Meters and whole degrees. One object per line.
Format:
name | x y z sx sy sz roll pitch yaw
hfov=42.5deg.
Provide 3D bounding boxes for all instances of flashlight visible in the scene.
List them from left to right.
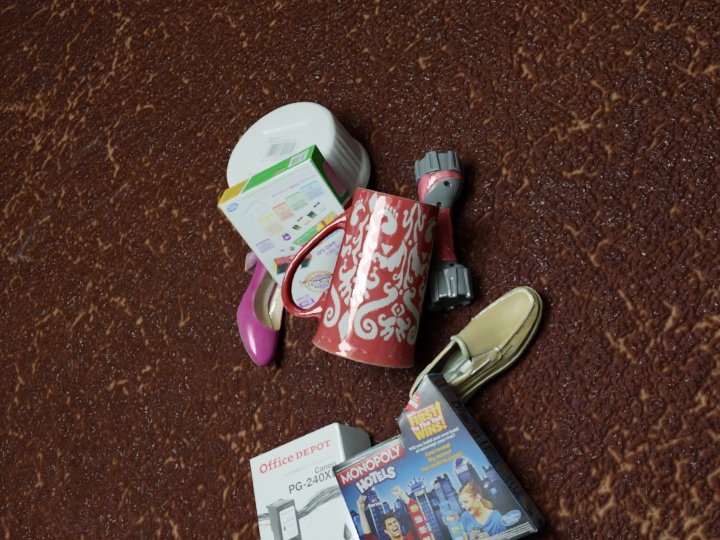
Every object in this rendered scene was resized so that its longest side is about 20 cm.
flashlight | 0.112 -0.053 1.199 0.067 0.068 0.202 -1 67 -11

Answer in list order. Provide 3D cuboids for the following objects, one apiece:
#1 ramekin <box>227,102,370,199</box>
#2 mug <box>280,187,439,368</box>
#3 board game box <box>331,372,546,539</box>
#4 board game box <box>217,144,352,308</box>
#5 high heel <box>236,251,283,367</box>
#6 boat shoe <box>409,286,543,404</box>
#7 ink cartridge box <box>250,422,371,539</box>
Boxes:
ramekin | -0.094 -0.144 1.320 0.199 0.098 0.202 -18 48 21
mug | 0.006 0.002 1.145 0.133 0.176 0.202 -154 76 -68
board game box | 0.078 0.231 1.056 0.199 0.062 0.202 -26 77 17
board game box | -0.071 -0.050 1.237 0.152 0.201 0.040 -22 29 24
high heel | -0.120 0.035 1.314 0.095 0.067 0.202 -30 43 32
boat shoe | 0.138 0.095 1.109 0.200 0.076 0.072 -50 52 6
ink cartridge box | -0.048 0.308 1.139 0.144 0.083 0.202 -26 60 23
